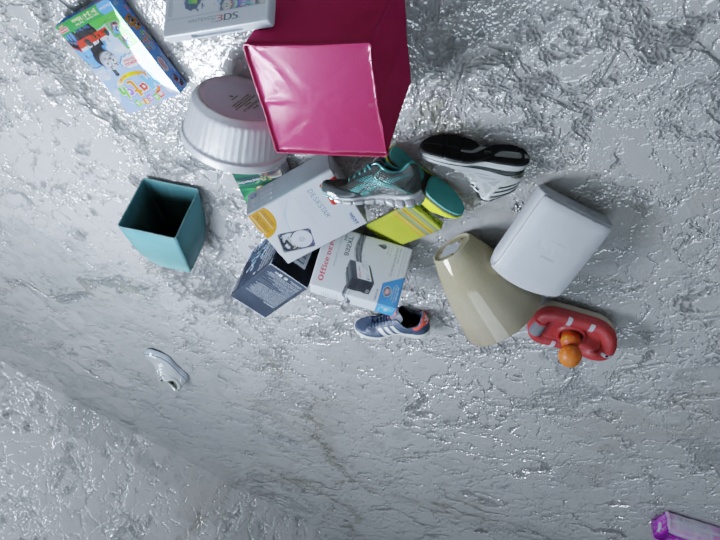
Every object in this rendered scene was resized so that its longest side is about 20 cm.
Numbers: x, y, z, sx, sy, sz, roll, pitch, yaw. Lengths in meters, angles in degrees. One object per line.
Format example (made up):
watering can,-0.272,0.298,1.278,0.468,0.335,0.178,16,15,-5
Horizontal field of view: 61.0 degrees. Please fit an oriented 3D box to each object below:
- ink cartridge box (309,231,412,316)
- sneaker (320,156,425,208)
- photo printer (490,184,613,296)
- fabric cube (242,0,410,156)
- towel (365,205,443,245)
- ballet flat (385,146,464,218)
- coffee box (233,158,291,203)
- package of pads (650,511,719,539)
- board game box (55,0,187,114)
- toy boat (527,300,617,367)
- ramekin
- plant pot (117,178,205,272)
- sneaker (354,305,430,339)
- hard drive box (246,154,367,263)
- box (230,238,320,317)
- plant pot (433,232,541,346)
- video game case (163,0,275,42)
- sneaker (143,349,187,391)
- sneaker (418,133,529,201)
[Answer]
ink cartridge box,0.000,0.000,1.361,0.199,0.146,0.084,16,167,1
sneaker,0.023,-0.172,1.144,0.198,0.078,0.092,3,113,9
photo printer,0.362,-0.048,1.189,0.166,0.070,0.201,25,120,-9
fabric cube,-0.039,-0.321,0.957,0.195,0.200,0.201,7,141,16
towel,0.088,-0.096,1.284,0.086,0.018,0.200,38,157,-16
ballet flat,0.115,-0.165,1.200,0.200,0.067,0.067,37,145,-13
coffee box,-0.197,-0.174,1.322,0.122,0.044,0.201,3,140,18
package of pads,1.120,0.903,2.097,0.199,0.076,0.121,17,139,1
board game box,-0.446,-0.402,1.148,0.150,0.037,0.200,-10,135,30
toy boat,0.483,0.163,1.397,0.199,0.131,0.131,15,143,3
ramekin,-0.220,-0.270,1.101,0.201,0.203,0.095,18,130,-1
plant pot,-0.453,-0.090,1.454,0.140,0.142,0.200,12,149,7
sneaker,0.078,0.126,1.563,0.198,0.075,0.085,-3,140,10
hard drive box,-0.110,-0.129,1.265,0.199,0.077,0.156,-27,128,15
box,-0.195,-0.004,1.445,0.107,0.149,0.200,34,139,-20
plant pot,0.250,0.025,1.303,0.187,0.188,0.200,-25,112,41
video game case,-0.203,-0.443,0.892,0.181,0.202,0.024,0,173,21
sneaker,-0.681,0.350,2.128,0.073,0.071,0.200,-13,133,33
sneaker,0.202,-0.179,1.135,0.199,0.076,0.116,11,140,5
